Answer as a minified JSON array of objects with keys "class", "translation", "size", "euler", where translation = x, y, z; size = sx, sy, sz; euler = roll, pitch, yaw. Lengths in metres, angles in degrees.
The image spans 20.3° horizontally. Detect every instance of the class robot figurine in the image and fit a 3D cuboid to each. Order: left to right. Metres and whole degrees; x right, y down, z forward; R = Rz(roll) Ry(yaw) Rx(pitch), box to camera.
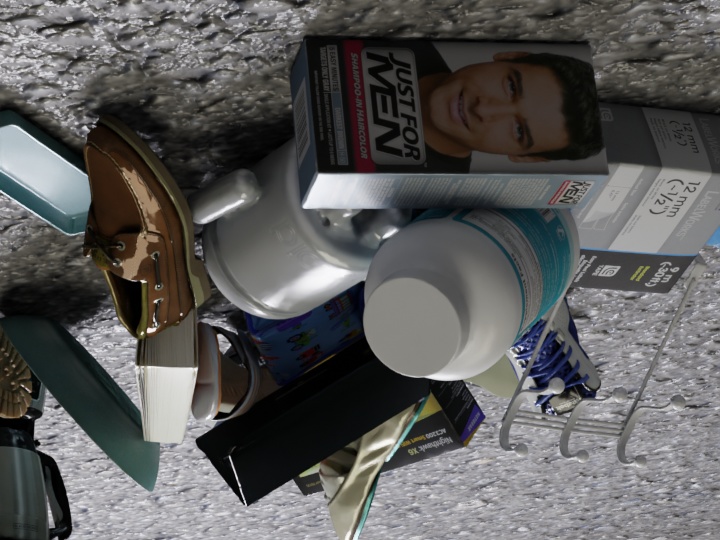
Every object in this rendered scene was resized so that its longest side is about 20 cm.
[{"class":"robot figurine","translation":[-0.042,-0.033,1.461],"size":[0.169,0.114,0.200],"euler":[21,149,-28]}]

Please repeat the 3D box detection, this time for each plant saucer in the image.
[{"class":"plant saucer","translation":[-0.230,-0.070,1.455],"size":[0.070,0.019,0.200],"euler":[-12,158,18]},{"class":"plant saucer","translation":[-0.233,0.105,1.736],"size":[0.036,0.200,0.200],"euler":[-41,158,-3]}]

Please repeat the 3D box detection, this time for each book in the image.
[{"class":"book","translation":[-0.154,0.047,1.620],"size":[0.048,0.134,0.200],"euler":[2,158,-5]}]

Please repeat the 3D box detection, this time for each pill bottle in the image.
[{"class":"pill bottle","translation":[0.072,0.007,1.379],"size":[0.110,0.111,0.200],"euler":[-17,-171,29]}]

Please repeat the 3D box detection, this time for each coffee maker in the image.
[{"class":"coffee maker","translation":[-0.365,0.179,1.827],"size":[0.191,0.201,0.135],"euler":[-13,157,18]}]

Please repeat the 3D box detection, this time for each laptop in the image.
[{"class":"laptop","translation":[-0.045,0.097,1.604],"size":[0.177,0.200,0.104],"euler":[-30,118,-11]}]

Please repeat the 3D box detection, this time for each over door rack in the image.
[{"class":"over door rack","translation":[0.210,0.069,1.687],"size":[0.147,0.201,0.067],"euler":[9,-168,-34]}]

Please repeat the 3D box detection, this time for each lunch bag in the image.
[{"class":"lunch bag","translation":[0.000,0.000,1.632],"size":[0.199,0.094,0.151],"euler":[-21,160,-1]}]

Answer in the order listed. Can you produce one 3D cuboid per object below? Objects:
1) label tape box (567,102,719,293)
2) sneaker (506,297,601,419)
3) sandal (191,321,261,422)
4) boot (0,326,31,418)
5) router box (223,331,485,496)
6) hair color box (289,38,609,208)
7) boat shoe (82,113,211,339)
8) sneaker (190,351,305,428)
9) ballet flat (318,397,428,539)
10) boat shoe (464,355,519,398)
[{"class":"label tape box","translation":[0.227,-0.049,1.507],"size":[0.199,0.066,0.144],"euler":[6,140,-22]},{"class":"sneaker","translation":[0.160,0.063,1.742],"size":[0.080,0.116,0.199],"euler":[-29,154,10]},{"class":"sandal","translation":[-0.112,0.082,1.659],"size":[0.059,0.080,0.207],"euler":[2,179,-8]},{"class":"boot","translation":[-0.371,0.072,1.716],"size":[0.107,0.075,0.200],"euler":[-15,143,32]},{"class":"router box","translation":[-0.010,0.107,1.804],"size":[0.199,0.158,0.052],"euler":[-22,-161,37]},{"class":"hair color box","translation":[0.058,-0.097,1.336],"size":[0.199,0.100,0.061],"euler":[0,158,-14]},{"class":"boat shoe","translation":[-0.161,-0.023,1.434],"size":[0.068,0.072,0.200],"euler":[-41,141,-19]},{"class":"sneaker","translation":[-0.114,0.125,1.787],"size":[0.199,0.075,0.085],"euler":[14,139,39]},{"class":"ballet flat","translation":[0.000,0.156,1.751],"size":[0.069,0.070,0.201],"euler":[5,128,-26]},{"class":"boat shoe","translation":[0.102,0.076,1.873],"size":[0.199,0.072,0.063],"euler":[2,-159,-26]}]
